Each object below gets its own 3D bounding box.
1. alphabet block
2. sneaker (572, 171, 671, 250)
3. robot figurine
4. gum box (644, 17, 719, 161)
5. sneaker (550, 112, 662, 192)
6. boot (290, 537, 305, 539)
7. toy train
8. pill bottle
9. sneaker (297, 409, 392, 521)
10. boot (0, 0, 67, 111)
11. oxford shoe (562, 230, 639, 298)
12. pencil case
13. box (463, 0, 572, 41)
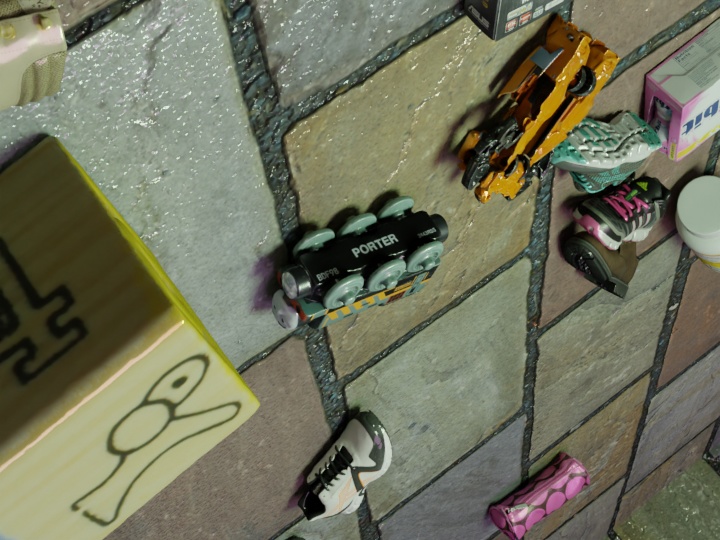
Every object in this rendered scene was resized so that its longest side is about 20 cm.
[{"bbox_3d":[-0.222,0.065,0.878,0.199,0.197,0.196,-38,154,-6],"label":"alphabet block"},{"bbox_3d":[0.339,-0.084,1.529,0.199,0.074,0.088,-8,138,-55],"label":"sneaker"},{"bbox_3d":[0.175,-0.156,1.225,0.201,0.058,0.144,-52,151,18],"label":"robot figurine"},{"bbox_3d":[0.426,-0.230,1.434,0.199,0.066,0.114,-37,151,-10],"label":"gum box"},{"bbox_3d":[0.269,-0.124,1.380,0.198,0.078,0.092,-8,142,-45],"label":"sneaker"},{"bbox_3d":[-0.119,0.486,1.657,0.199,0.151,0.074,-34,152,-15],"label":"boot"},{"bbox_3d":[0.000,0.000,1.203,0.198,0.086,0.114,-23,157,-32],"label":"toy train"},{"bbox_3d":[0.520,-0.070,1.738,0.113,0.113,0.199,-47,152,11],"label":"pill bottle"},{"bbox_3d":[-0.021,0.261,1.550,0.079,0.074,0.202,-15,142,-37],"label":"sneaker"},{"bbox_3d":[-0.248,-0.141,0.673,0.154,0.073,0.201,-27,153,-19],"label":"boot"},{"bbox_3d":[0.326,-0.028,1.610,0.085,0.072,0.199,-61,153,2],"label":"oxford shoe"},{"bbox_3d":[0.336,0.418,2.230,0.199,0.091,0.094,-35,141,-18],"label":"pencil case"},{"bbox_3d":[0.184,-0.307,1.031,0.198,0.048,0.159,-31,151,-22],"label":"box"}]
